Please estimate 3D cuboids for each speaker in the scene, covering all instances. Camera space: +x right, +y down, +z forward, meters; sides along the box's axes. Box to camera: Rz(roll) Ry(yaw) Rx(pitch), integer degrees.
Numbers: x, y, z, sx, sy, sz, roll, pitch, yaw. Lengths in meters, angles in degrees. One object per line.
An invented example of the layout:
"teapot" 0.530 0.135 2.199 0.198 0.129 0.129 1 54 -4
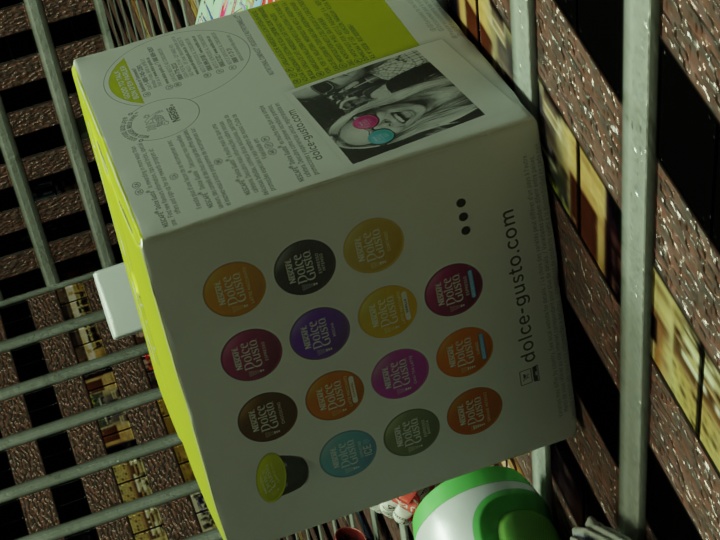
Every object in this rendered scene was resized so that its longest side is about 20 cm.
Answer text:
"speaker" 0.097 0.210 1.087 0.088 0.088 0.200 83 166 -51

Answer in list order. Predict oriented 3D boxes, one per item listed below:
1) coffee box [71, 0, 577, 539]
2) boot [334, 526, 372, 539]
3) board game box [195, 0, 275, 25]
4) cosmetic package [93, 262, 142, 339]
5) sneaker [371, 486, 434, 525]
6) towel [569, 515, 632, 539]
"coffee box" -0.022 -0.012 1.009 0.200 0.198 0.200 -120 15 -54
"boot" -0.006 0.341 2.075 0.200 0.072 0.144 167 85 -73
"board game box" -0.069 -0.172 1.306 0.135 0.029 0.200 -118 35 -42
"cosmetic package" -0.159 0.005 1.911 0.101 0.200 0.071 161 91 -82
"sneaker" 0.002 0.122 1.434 0.108 0.067 0.201 21 154 23
"towel" 0.159 0.224 0.936 0.147 0.024 0.200 -168 58 -78
